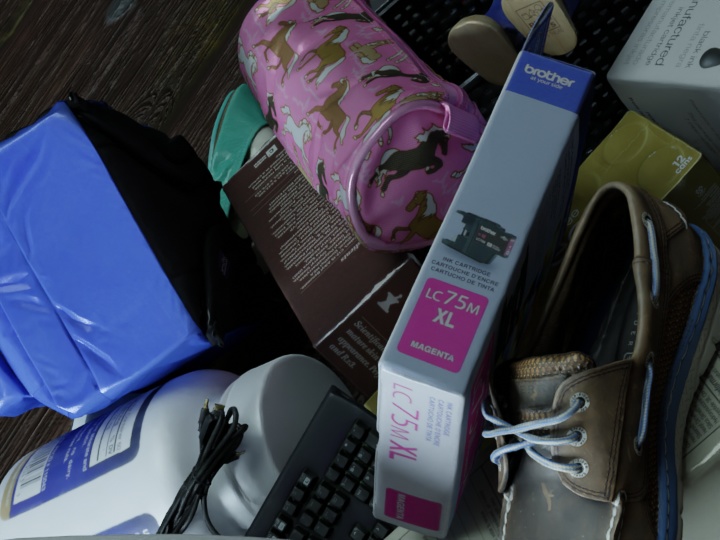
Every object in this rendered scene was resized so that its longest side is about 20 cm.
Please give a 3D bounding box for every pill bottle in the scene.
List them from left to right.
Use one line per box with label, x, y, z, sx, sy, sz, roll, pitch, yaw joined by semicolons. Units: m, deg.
pill bottle;-0.095;0.123;0.812;0.199;0.120;0.120;-26;39;33

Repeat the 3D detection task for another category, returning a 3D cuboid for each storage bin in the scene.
storage bin;0.103;-0.136;0.855;0.200;0.094;0.136;-39;34;19

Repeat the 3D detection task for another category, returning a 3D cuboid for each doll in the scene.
doll;0.112;-0.187;0.764;0.136;0.048;0.201;-25;33;49

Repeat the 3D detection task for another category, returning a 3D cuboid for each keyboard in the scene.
keyboard;-0.052;0.143;0.716;0.127;0.021;0.201;34;105;17

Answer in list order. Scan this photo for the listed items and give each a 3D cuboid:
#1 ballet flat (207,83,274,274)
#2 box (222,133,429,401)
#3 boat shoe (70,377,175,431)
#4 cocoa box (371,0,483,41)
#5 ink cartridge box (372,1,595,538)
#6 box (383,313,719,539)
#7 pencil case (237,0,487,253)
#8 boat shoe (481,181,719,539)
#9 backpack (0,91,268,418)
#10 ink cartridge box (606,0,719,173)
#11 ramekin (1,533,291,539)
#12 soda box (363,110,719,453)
ballet flat;-0.074;-0.045;1.020;0.070;0.068;0.201;-2;53;22
box;0.000;0.000;0.835;0.075;0.100;0.200;-43;32;4
boat shoe;-0.162;0.076;0.995;0.090;0.071;0.201;-24;34;37
cocoa box;0.021;-0.275;0.995;0.131;0.200;0.134;-26;39;32
ink cartridge box;0.057;-0.002;0.629;0.042;0.120;0.201;16;56;10
box;0.099;0.109;0.625;0.200;0.078;0.095;-43;34;12
pencil case;-0.001;-0.086;0.775;0.082;0.087;0.200;-15;34;-14
boat shoe;0.079;0.058;0.559;0.072;0.072;0.201;-9;52;43
backpack;-0.153;-0.004;0.867;0.167;0.164;0.200;-26;-2;12
ink cartridge box;0.234;-0.115;0.681;0.199;0.086;0.147;14;68;57
ramekin;-0.085;0.163;0.621;0.201;0.201;0.095;-14;70;43
soda box;0.098;0.023;0.727;0.200;0.064;0.068;-48;33;4
